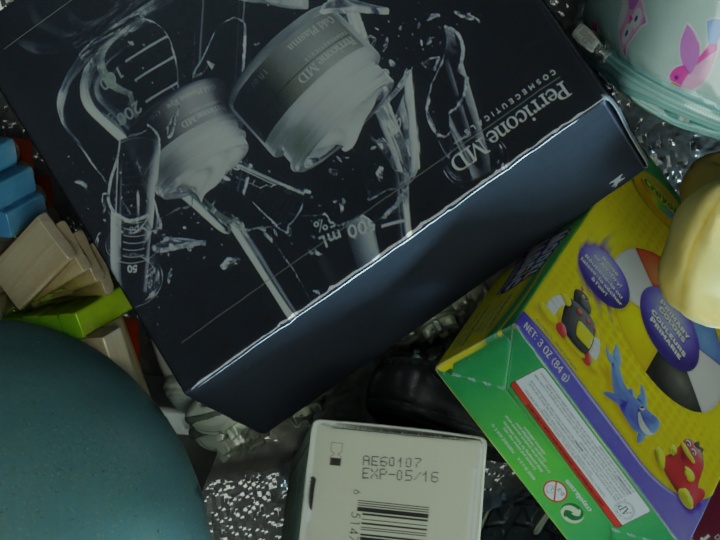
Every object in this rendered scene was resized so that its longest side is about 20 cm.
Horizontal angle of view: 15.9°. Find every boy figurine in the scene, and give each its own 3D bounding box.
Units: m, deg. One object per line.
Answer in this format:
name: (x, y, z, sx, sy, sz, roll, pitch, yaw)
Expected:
boy figurine: (0.184, -0.009, 1.068, 0.124, 0.200, 0.065, 30, 105, 21)

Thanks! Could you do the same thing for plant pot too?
plant pot: (-0.176, 0.121, 0.995, 0.199, 0.135, 0.201, 0, 90, 24)

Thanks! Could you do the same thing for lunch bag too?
lunch bag: (0.187, -0.083, 1.067, 0.199, 0.160, 0.077, 17, 106, -12)

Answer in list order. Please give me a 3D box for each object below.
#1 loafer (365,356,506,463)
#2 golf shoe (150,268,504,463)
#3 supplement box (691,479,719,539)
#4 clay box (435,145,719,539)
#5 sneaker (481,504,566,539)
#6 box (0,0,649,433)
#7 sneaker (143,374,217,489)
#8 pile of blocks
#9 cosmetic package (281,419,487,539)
loafer: (0.083, 0.051, 1.124, 0.200, 0.068, 0.071, 10, 85, -40)
golf shoe: (0.000, 0.000, 1.121, 0.200, 0.078, 0.097, -23, 74, -18)
supplement box: (0.170, 0.128, 1.090, 0.200, 0.110, 0.086, -39, 75, -5)
clay box: (0.113, 0.028, 1.069, 0.048, 0.200, 0.115, -31, 102, 34)
sneaker: (0.127, 0.166, 1.189, 0.199, 0.086, 0.078, 14, 75, 11)
box: (-0.019, -0.069, 1.034, 0.200, 0.104, 0.182, -36, 72, 6)
sneaker: (-0.161, 0.093, 1.134, 0.199, 0.071, 0.100, 7, 103, -13)
pile of blocks: (-0.137, -0.021, 1.077, 0.200, 0.062, 0.082, 55, 135, 1)
cosmetic package: (0.004, 0.124, 1.081, 0.073, 0.200, 0.104, 6, 82, -2)
